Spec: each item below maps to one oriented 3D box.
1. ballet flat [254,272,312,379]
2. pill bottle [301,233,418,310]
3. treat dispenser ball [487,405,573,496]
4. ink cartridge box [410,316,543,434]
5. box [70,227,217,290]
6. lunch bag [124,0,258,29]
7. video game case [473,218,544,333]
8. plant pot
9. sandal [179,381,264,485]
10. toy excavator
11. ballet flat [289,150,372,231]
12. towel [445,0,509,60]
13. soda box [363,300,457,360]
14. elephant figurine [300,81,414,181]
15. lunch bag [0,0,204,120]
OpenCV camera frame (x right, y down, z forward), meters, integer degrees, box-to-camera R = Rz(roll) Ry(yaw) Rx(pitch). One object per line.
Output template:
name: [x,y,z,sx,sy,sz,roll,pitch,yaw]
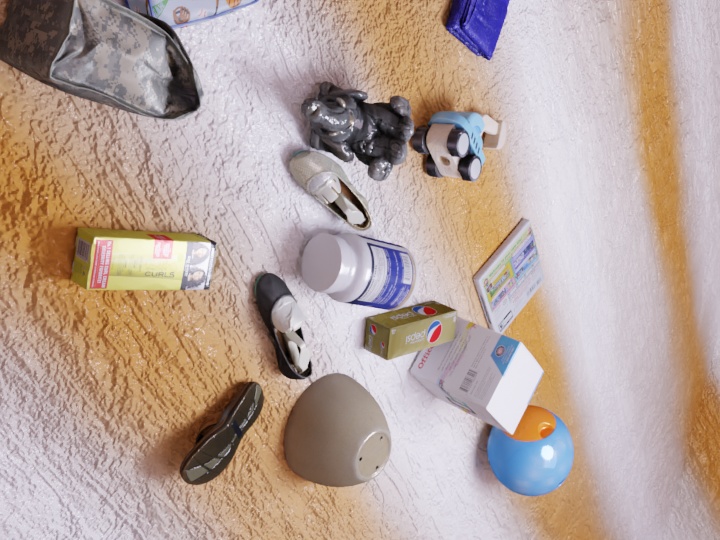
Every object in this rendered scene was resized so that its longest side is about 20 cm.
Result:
ballet flat: [-0.115,0.095,1.371,0.068,0.068,0.203,-37,128,-31]
pill bottle: [0.000,0.000,1.424,0.198,0.114,0.118,12,96,-48]
treat dispenser ball: [0.390,0.414,1.931,0.198,0.199,0.206,-19,118,-41]
ink cartridge box: [0.233,0.203,1.685,0.149,0.198,0.146,-59,138,-12]
box: [-0.293,-0.014,1.153,0.197,0.050,0.077,3,103,-47]
lunch bag: [-0.216,-0.405,1.074,0.198,0.075,0.164,-31,123,-35]
video game case: [0.332,0.018,1.855,0.200,0.022,0.184,-46,133,-24]
plant pot: [-0.021,0.303,1.501,0.198,0.133,0.205,-18,117,-41]
sandal: [-0.225,0.253,1.331,0.201,0.053,0.083,-57,145,-36]
toy excavator: [0.205,-0.252,1.574,0.202,0.098,0.195,-60,139,-23]
ballet flat: [-0.038,-0.127,1.363,0.067,0.063,0.199,-39,140,14]
towel: [0.235,-0.507,1.534,0.146,0.049,0.204,19,90,-48]
soda box: [0.098,0.112,1.605,0.197,0.067,0.066,-12,114,-44]
elephant figurine: [-0.024,-0.236,1.311,0.196,0.155,0.145,15,58,-23]
lunch bag: [-0.294,-0.251,0.978,0.198,0.162,0.120,17,96,-49]
